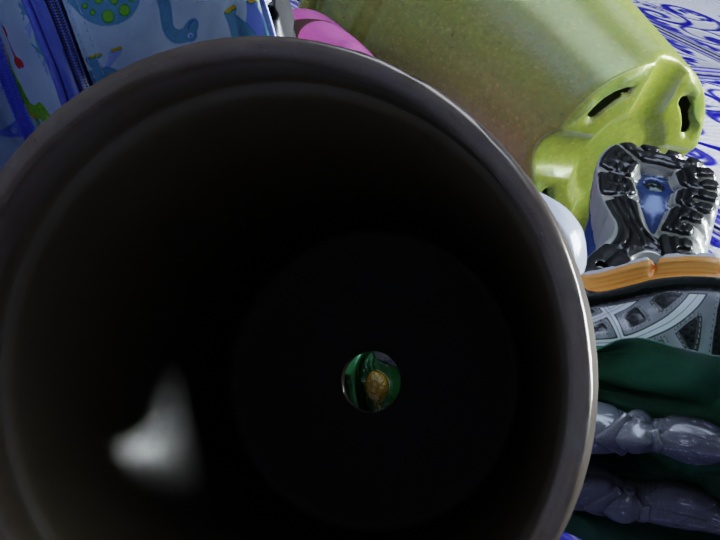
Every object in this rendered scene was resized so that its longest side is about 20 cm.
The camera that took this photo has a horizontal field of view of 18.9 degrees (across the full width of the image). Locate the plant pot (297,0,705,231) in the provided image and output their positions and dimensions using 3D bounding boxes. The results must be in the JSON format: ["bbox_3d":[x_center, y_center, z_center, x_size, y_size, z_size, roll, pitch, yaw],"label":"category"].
[{"bbox_3d":[0.093,-0.112,1.249,0.200,0.201,0.184,-1,37,-44],"label":"plant pot"}]

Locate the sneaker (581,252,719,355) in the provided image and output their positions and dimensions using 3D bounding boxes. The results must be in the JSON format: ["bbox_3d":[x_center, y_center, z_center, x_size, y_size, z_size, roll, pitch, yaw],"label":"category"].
[{"bbox_3d":[0.098,0.042,0.884,0.199,0.078,0.078,0,56,12],"label":"sneaker"}]

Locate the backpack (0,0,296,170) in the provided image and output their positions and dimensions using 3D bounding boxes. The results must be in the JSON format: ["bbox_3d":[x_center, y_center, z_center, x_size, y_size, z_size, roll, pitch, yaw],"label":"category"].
[{"bbox_3d":[-0.106,-0.101,0.789,0.146,0.184,0.200,-23,27,-10],"label":"backpack"}]

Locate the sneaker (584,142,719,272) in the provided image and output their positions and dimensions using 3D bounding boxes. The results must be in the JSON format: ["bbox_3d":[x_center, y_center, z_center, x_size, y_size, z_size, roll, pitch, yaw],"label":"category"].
[{"bbox_3d":[0.127,0.028,1.003,0.078,0.089,0.200,14,37,7],"label":"sneaker"}]

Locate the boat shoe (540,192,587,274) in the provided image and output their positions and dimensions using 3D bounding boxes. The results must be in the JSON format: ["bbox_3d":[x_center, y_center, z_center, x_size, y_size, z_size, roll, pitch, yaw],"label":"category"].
[{"bbox_3d":[0.000,0.000,0.960,0.199,0.074,0.067,1,23,32],"label":"boat shoe"}]

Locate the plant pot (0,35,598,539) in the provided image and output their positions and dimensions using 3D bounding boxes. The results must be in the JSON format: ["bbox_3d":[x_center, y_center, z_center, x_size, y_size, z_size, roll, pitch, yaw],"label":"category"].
[{"bbox_3d":[-0.012,0.036,0.707,0.199,0.201,0.173,22,2,14],"label":"plant pot"}]

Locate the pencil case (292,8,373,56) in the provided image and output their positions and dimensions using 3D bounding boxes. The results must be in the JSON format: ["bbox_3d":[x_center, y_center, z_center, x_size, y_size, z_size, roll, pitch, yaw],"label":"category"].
[{"bbox_3d":[-0.011,-0.064,1.137,0.091,0.093,0.200,59,-5,-30],"label":"pencil case"}]

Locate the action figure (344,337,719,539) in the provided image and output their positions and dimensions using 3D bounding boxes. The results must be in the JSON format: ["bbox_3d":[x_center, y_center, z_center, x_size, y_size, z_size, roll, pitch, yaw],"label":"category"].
[{"bbox_3d":[0.065,0.065,0.825,0.199,0.119,0.055,13,28,15],"label":"action figure"}]
